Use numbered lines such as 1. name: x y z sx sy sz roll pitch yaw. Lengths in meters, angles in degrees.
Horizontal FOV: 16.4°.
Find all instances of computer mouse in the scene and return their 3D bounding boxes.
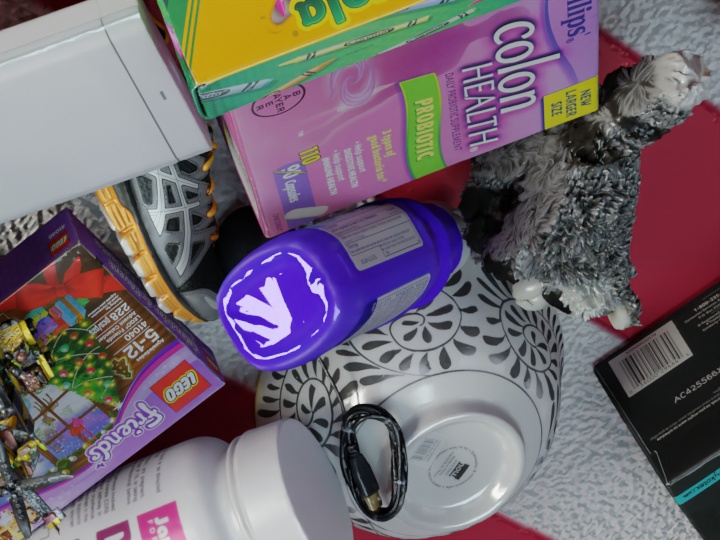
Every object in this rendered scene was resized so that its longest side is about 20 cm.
1. computer mouse: -0.028 0.056 1.428 0.059 0.034 0.200 -26 96 21

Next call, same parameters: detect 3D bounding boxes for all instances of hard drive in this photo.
1. hard drive: -0.186 -0.068 1.250 0.199 0.027 0.132 -19 150 4

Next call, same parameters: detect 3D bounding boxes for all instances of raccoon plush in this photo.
1. raccoon plush: 0.153 -0.033 1.417 0.134 0.097 0.200 24 145 -39

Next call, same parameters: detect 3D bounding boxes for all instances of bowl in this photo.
1. bowl: 0.044 0.094 1.501 0.200 0.094 0.201 -10 125 -14

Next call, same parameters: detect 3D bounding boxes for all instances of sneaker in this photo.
1. sneaker: -0.109 -0.053 1.360 0.077 0.078 0.200 -29 127 -5

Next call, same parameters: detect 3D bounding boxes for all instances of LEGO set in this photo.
1. LEGO set: -0.257 0.087 1.289 0.199 0.116 0.154 -17 111 1

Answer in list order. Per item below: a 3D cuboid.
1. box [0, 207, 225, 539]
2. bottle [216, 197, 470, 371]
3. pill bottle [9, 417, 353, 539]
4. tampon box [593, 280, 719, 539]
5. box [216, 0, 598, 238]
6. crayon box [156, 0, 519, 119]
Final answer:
1. box: -0.195 0.074 1.394 0.200 0.039 0.137 -38 127 8
2. bottle: 0.000 0.000 1.375 0.083 0.200 0.065 -33 85 29
3. pill bottle: -0.113 0.164 1.453 0.200 0.114 0.113 -23 129 16
4. tampon box: 0.270 0.115 1.573 0.150 0.126 0.200 -34 128 6
5. box: 0.016 -0.125 1.295 0.200 0.097 0.176 -22 157 -5
6. crayon box: -0.004 -0.165 1.177 0.199 0.119 0.058 -21 168 -3
